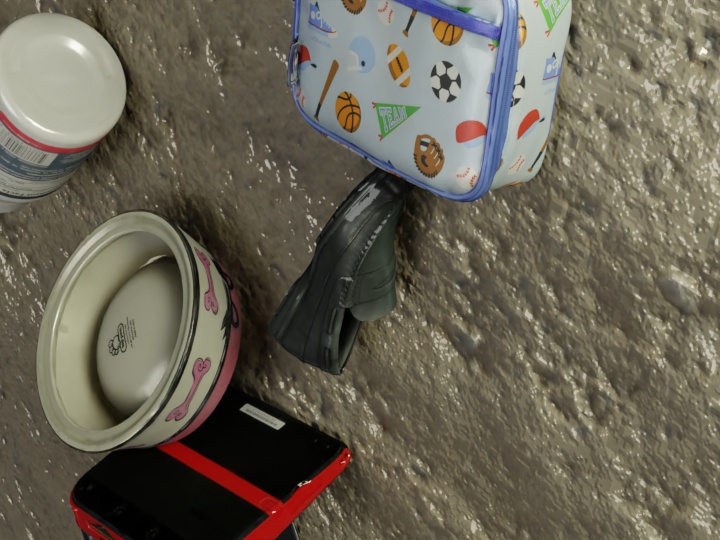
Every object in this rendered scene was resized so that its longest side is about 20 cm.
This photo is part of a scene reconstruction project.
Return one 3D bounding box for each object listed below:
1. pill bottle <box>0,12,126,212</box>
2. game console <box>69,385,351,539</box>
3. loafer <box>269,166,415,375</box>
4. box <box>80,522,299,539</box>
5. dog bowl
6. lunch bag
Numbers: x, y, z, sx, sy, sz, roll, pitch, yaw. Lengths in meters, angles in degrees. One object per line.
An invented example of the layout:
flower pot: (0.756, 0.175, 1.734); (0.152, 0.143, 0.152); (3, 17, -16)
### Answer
pill bottle: (-0.295, -0.130, 1.237); (0.199, 0.119, 0.121); (-32, 82, 53)
game console: (-0.127, 0.172, 1.136); (0.199, 0.176, 0.031); (20, 138, 44)
loafer: (0.000, 0.000, 0.981); (0.070, 0.068, 0.201); (38, 135, 7)
box: (-0.143, 0.278, 1.257); (0.199, 0.116, 0.200); (-6, 103, 54)
dog bowl: (-0.180, 0.056, 1.159); (0.198, 0.073, 0.203); (-16, 65, 38)
lunch bag: (0.032, -0.144, 0.853); (0.199, 0.075, 0.162); (31, 128, 38)
